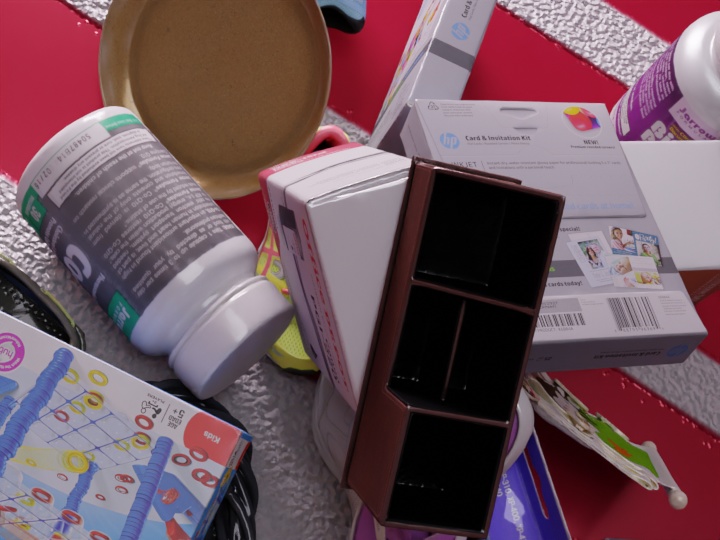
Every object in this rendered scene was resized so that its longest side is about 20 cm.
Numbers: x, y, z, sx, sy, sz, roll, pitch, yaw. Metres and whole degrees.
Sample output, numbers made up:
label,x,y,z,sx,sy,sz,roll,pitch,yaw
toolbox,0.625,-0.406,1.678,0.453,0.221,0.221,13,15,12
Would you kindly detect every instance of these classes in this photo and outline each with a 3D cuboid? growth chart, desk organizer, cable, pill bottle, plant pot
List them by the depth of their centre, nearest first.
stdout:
label,x,y,z,sx,sy,sz,roll,pitch,yaw
desk organizer,0.051,0.043,0.738,0.071,0.077,0.202,11,96,-17
cable,-0.151,0.179,0.918,0.162,0.051,0.202,3,69,-21
pill bottle,-0.147,-0.012,0.940,0.113,0.113,0.200,-39,78,-24
growth chart,0.163,0.107,0.974,0.199,0.145,0.018,36,100,-14
plant pot,-0.110,-0.156,0.999,0.198,0.027,0.202,3,98,20
pill bottle,0.292,-0.143,1.069,0.111,0.200,0.113,5,69,-13

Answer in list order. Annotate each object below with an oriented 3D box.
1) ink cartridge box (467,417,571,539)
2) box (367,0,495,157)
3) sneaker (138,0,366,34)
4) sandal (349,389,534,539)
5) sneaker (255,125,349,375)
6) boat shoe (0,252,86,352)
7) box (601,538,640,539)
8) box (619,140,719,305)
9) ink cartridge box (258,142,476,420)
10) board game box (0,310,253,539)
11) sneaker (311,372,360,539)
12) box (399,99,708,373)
label,x,y,z,sx,sy,sz,roll,pitch,yaw
ink cartridge box,0.089,0.159,0.900,0.043,0.200,0.200,-14,75,-13
box,0.061,-0.170,1.032,0.041,0.156,0.201,25,66,-7
sneaker,-0.083,-0.216,1.062,0.198,0.078,0.091,-12,85,-13
sandal,0.038,0.147,0.844,0.082,0.204,0.050,38,25,26
sneaker,-0.041,-0.021,0.992,0.077,0.090,0.202,7,72,-16
boat shoe,-0.283,0.011,0.930,0.201,0.060,0.072,35,66,-1
box,0.271,0.294,0.990,0.198,0.044,0.162,7,69,-13
box,0.175,-0.022,1.019,0.198,0.152,0.107,-2,70,-16
ink cartridge box,0.000,0.000,0.863,0.084,0.200,0.147,-17,102,-11
board game box,-0.202,0.153,0.849,0.198,0.056,0.197,25,81,5
sneaker,0.022,0.146,0.942,0.077,0.099,0.202,-9,74,-22
box,0.125,-0.028,0.869,0.154,0.041,0.201,-2,56,-22
